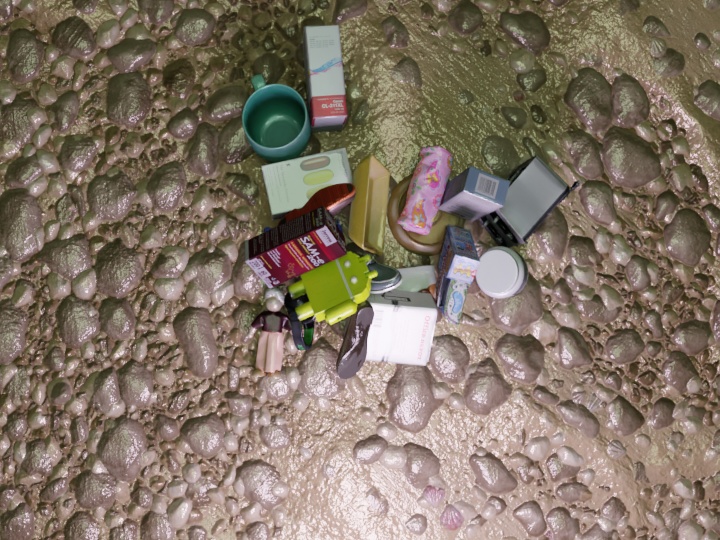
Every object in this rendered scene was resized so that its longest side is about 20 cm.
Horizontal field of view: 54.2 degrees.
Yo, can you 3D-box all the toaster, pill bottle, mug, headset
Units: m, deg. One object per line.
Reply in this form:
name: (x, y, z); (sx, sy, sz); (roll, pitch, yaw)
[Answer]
toaster: (0.380, -0.160, 1.635); (0.119, 0.181, 0.200); (43, 85, -3)
pill bottle: (0.322, 0.004, 1.602); (0.110, 0.199, 0.117); (0, 89, 17)
mug: (-0.185, -0.340, 1.599); (0.147, 0.115, 0.191); (6, 75, 5)
headset: (-0.144, 0.079, 1.604); (0.091, 0.124, 0.207); (-2, 76, 10)

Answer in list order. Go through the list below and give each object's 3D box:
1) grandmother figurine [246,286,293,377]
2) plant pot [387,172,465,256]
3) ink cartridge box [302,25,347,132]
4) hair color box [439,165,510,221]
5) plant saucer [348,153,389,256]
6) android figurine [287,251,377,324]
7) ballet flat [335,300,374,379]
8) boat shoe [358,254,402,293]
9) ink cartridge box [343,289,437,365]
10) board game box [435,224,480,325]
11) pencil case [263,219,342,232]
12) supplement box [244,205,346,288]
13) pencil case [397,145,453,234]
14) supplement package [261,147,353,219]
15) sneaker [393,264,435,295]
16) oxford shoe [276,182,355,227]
grandmother figurine: (-0.201, 0.140, 1.619); (0.117, 0.060, 0.207); (4, 90, -14)
plant pot: (0.161, -0.138, 1.685); (0.193, 0.027, 0.207); (0, 89, -6)
ink cartridge box: (-0.083, -0.434, 1.603); (0.080, 0.146, 0.207); (-5, 89, -6)
hair color box: (0.250, -0.169, 1.582); (0.096, 0.200, 0.062); (19, 81, -8)
plant saucer: (0.017, -0.144, 1.595); (0.047, 0.200, 0.207); (4, 87, 14)
android figurine: (-0.058, 0.030, 1.521); (0.195, 0.041, 0.185); (-23, 53, 1)
ballet flat: (-0.014, 0.151, 1.555); (0.066, 0.047, 0.205); (-1, 122, -26)
boat shoe: (0.000, 0.000, 1.583); (0.195, 0.063, 0.074); (8, 47, 26)
ink cartridge box: (0.066, 0.127, 1.615); (0.193, 0.085, 0.150); (6, 113, -8)
board game box: (0.212, 0.010, 1.585); (0.060, 0.200, 0.206); (13, 97, -2)
pencil case: (-0.134, -0.071, 1.619); (0.193, 0.087, 0.080); (-6, 65, -8)
supplement box: (-0.139, -0.048, 1.506); (0.196, 0.109, 0.062); (-23, 48, 14)
pencil case: (0.152, -0.189, 1.633); (0.085, 0.087, 0.206); (18, 86, -6)
supplement package: (-0.120, -0.198, 1.611); (0.194, 0.109, 0.117); (-14, 91, -7)
sneaker: (0.085, 0.040, 1.647); (0.194, 0.073, 0.088); (-6, 87, -8)
oxford shoe: (-0.087, -0.121, 1.541); (0.197, 0.072, 0.073); (-29, 130, 13)
